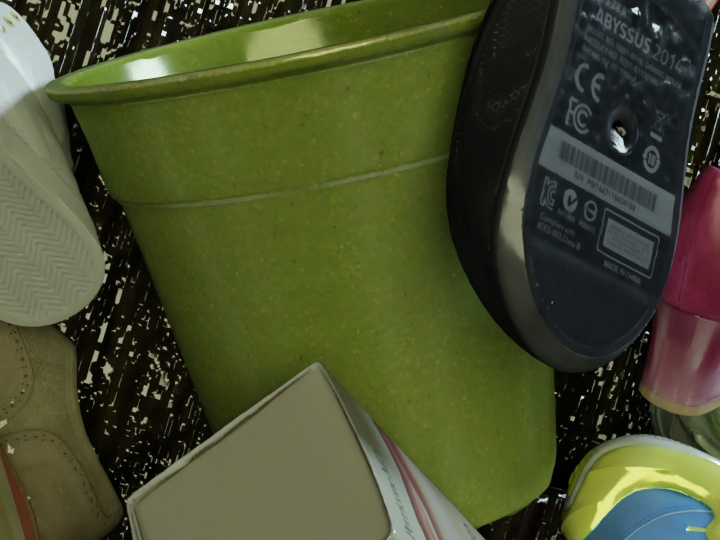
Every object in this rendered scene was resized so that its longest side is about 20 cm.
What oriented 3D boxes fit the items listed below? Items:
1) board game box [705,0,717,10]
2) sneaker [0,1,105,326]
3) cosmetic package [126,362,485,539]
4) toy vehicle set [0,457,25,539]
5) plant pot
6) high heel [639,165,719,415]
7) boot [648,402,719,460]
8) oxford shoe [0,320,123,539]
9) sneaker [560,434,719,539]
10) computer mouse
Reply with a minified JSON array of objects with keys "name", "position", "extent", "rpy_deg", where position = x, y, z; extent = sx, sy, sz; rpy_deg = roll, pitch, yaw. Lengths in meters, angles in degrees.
[{"name":"board game box","position":[0.132,-0.177,0.896],"extent":[0.103,0.019,0.200],"rpy_deg":[35,82,-5]},{"name":"sneaker","position":[-0.167,-0.080,0.766],"extent":[0.074,0.116,0.200],"rpy_deg":[-27,128,5]},{"name":"cosmetic package","position":[0.020,0.139,0.714],"extent":[0.087,0.103,0.200],"rpy_deg":[-37,126,8]},{"name":"toy vehicle set","position":[-0.210,0.128,0.748],"extent":[0.200,0.027,0.124],"rpy_deg":[-33,58,13]},{"name":"plant pot","position":[0.000,0.000,0.792],"extent":[0.200,0.200,0.190],"rpy_deg":[-15,101,-10]},{"name":"high heel","position":[0.166,-0.022,0.814],"extent":[0.067,0.200,0.096],"rpy_deg":[27,123,29]},{"name":"boot","position":[0.215,0.097,0.854],"extent":[0.200,0.096,0.074],"rpy_deg":[29,83,-7]},{"name":"oxford shoe","position":[-0.158,0.026,0.822],"extent":[0.075,0.070,0.200],"rpy_deg":[-18,84,-41]},{"name":"sneaker","position":[0.162,0.143,0.787],"extent":[0.200,0.076,0.105],"rpy_deg":[22,50,2]},{"name":"computer mouse","position":[0.077,-0.062,0.705],"extent":[0.138,0.053,0.200],"rpy_deg":[31,69,-40]}]
